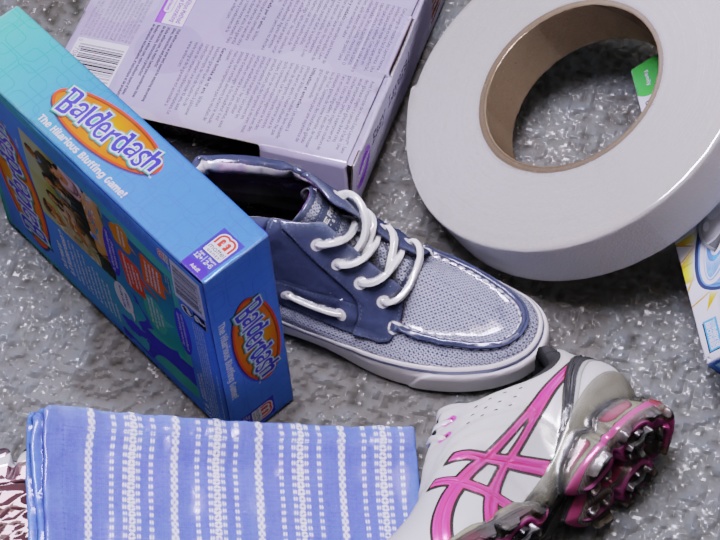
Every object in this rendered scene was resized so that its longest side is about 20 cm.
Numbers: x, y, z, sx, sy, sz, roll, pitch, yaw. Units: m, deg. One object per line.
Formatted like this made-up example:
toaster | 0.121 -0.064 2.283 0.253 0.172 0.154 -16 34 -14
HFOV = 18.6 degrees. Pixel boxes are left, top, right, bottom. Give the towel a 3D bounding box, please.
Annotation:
towel | -0.061 0.133 1.054 0.200 0.024 0.145 4 58 -16

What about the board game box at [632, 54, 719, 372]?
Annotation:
board game box | 0.223 -0.055 1.140 0.135 0.034 0.200 -31 48 26

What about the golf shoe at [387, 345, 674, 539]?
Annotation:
golf shoe | 0.059 0.111 1.072 0.200 0.073 0.092 -34 53 -31

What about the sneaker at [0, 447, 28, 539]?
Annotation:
sneaker | -0.208 0.148 1.064 0.200 0.076 0.116 -5 59 0

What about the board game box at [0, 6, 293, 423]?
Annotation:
board game box | -0.119 -0.023 1.124 0.045 0.152 0.200 -38 62 -20

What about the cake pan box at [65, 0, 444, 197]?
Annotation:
cake pan box | -0.062 -0.127 1.238 0.184 0.052 0.200 11 51 13

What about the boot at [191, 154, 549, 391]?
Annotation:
boot | 0.000 0.000 1.136 0.200 0.090 0.073 13 58 12

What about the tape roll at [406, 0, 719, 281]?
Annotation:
tape roll | 0.118 -0.090 1.171 0.203 0.037 0.203 -16 55 24
